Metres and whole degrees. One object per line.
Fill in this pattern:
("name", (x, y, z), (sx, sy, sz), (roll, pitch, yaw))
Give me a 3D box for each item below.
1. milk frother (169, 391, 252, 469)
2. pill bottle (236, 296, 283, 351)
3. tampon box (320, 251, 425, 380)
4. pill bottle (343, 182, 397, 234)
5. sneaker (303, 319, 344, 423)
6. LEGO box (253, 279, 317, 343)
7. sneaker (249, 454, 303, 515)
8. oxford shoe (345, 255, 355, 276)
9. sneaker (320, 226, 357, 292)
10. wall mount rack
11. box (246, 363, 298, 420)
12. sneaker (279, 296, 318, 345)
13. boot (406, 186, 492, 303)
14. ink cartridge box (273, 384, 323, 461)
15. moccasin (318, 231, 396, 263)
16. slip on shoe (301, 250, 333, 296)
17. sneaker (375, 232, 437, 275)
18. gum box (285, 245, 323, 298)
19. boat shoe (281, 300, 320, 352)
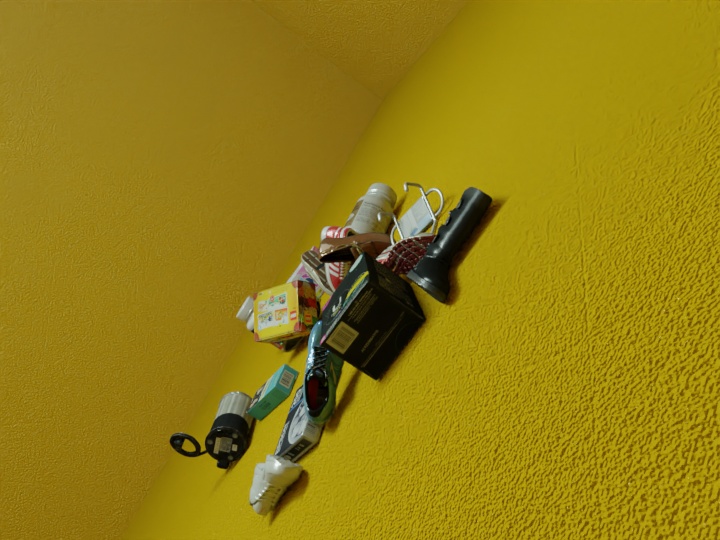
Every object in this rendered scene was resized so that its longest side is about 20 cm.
("milk frother", (-0.428, 0.459, 1.764), (0.181, 0.199, 0.188), (-57, 11, 16))
("pill bottle", (-0.312, 0.174, 2.024), (0.112, 0.199, 0.112), (-53, 12, 16))
("tampon box", (0.016, 0.079, 1.135), (0.150, 0.126, 0.200), (-53, 12, 11))
("pill bottle", (0.029, -0.146, 1.697), (0.114, 0.114, 0.201), (-39, 21, 56))
("sneaker", (-0.072, 0.194, 1.169), (0.090, 0.078, 0.202), (75, -164, -75))
("LEGO box", (-0.226, 0.125, 1.790), (0.199, 0.077, 0.150), (-16, 71, 37))
("sneaker", (-0.168, 0.419, 1.159), (0.200, 0.077, 0.100), (125, 166, -56))
("oxford shoe", (0.000, 0.000, 1.555), (0.201, 0.070, 0.075), (-57, -7, -40))
("sneaker", (-0.038, -0.021, 1.614), (0.112, 0.202, 0.071), (1, 20, 42))
("wall mount rack", (0.112, -0.090, 1.345), (0.200, 0.074, 0.175), (-46, 53, 44))
("box", (-0.249, 0.345, 1.698), (0.200, 0.049, 0.083), (-46, 16, 43))
("sneaker", (-0.216, 0.155, 1.966), (0.201, 0.083, 0.077), (-61, 7, -21))
("boot", (0.165, -0.050, 1.046), (0.200, 0.065, 0.165), (-52, 14, 2))
("ink cartridge box", (-0.128, 0.321, 1.296), (0.200, 0.043, 0.199), (-49, 15, 39))
("moccasin", (-0.008, -0.049, 1.490), (0.074, 0.199, 0.078), (80, -167, -48))
("slip on shoe", (-0.109, 0.019, 1.789), (0.076, 0.200, 0.061), (-32, -37, -23))
("sneaker", (0.089, -0.034, 1.236), (0.199, 0.078, 0.082), (-26, 19, 46))
("gum box", (-0.168, 0.032, 2.028), (0.200, 0.113, 0.066), (-50, 13, 26))
("boat shoe", (-0.182, 0.169, 1.837), (0.200, 0.071, 0.063), (-52, 19, 30))
